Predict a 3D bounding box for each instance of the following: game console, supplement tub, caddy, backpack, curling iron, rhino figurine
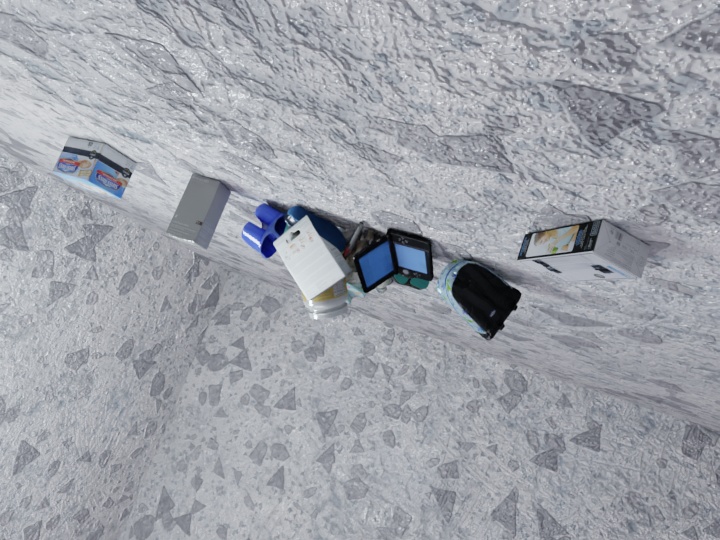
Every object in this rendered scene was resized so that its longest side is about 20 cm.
[{"bbox_3d":[0.094,-0.007,1.366,0.175,0.117,0.200,17,154,19],"label":"game console"},{"bbox_3d":[-0.115,0.036,1.571,0.144,0.202,0.145,-10,-169,2],"label":"supplement tub"},{"bbox_3d":[-0.277,-0.115,1.563,0.105,0.142,0.200,31,172,7],"label":"caddy"},{"bbox_3d":[0.297,0.059,1.345,0.200,0.164,0.154,35,178,-33],"label":"backpack"},{"bbox_3d":[-0.040,-0.066,1.419,0.050,0.026,0.200,44,136,6],"label":"curling iron"},{"bbox_3d":[-0.005,-0.063,1.472,0.059,0.088,0.200,24,169,-17],"label":"rhino figurine"},{"bbox_3d":[-0.064,0.043,1.989,0.199,0.154,0.176,9,161,21],"label":"backpack"}]

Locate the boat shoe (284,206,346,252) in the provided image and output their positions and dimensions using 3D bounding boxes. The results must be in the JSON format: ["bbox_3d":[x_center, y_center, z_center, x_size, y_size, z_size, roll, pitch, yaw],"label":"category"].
[{"bbox_3d":[-0.129,-0.119,1.482,0.200,0.084,0.069,39,145,-18],"label":"boat shoe"}]

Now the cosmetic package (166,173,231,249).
[{"bbox_3d":[-0.480,-0.175,1.522,0.106,0.201,0.090,15,171,13],"label":"cosmetic package"}]

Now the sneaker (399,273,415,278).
[{"bbox_3d":[0.107,-0.033,1.510,0.198,0.080,0.074,10,128,-5],"label":"sneaker"}]

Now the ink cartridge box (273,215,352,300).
[{"bbox_3d":[-0.139,-0.036,1.450,0.160,0.201,0.047,-33,178,33],"label":"ink cartridge box"}]

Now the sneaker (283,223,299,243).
[{"bbox_3d":[-0.180,-0.105,1.588,0.091,0.078,0.200,19,-177,2],"label":"sneaker"}]

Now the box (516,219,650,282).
[{"bbox_3d":[0.396,-0.029,0.928,0.116,0.061,0.200,24,170,-18],"label":"box"}]

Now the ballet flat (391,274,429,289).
[{"bbox_3d":[0.141,0.013,1.630,0.074,0.075,0.200,11,167,43],"label":"ballet flat"}]

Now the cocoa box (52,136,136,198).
[{"bbox_3d":[-0.857,-0.330,1.646,0.199,0.132,0.133,15,169,27],"label":"cocoa box"}]

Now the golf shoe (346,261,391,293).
[{"bbox_3d":[0.000,0.000,1.584,0.199,0.079,0.097,14,156,31],"label":"golf shoe"}]

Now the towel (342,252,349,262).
[{"bbox_3d":[-0.096,-0.023,1.681,0.148,0.200,0.037,22,-145,-16],"label":"towel"}]
